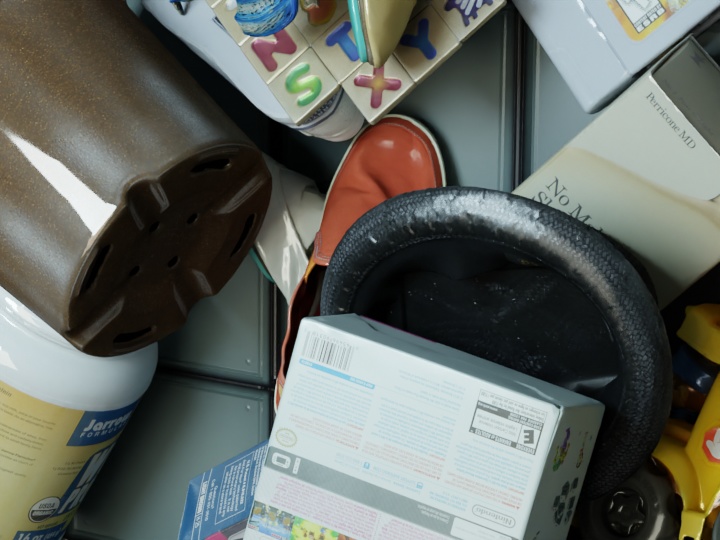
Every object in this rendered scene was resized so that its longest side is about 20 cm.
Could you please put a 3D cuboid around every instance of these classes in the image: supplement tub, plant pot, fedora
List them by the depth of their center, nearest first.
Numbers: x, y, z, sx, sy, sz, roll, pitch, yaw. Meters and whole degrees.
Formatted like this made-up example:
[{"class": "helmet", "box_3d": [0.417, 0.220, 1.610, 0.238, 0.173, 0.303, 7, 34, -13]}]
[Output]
[{"class": "fedora", "box_3d": [0.082, 0.029, 1.457, 0.200, 0.092, 0.201, 13, 118, 27]}, {"class": "plant pot", "box_3d": [-0.167, -0.068, 1.581, 0.198, 0.200, 0.200, 42, 119, 25]}, {"class": "supplement tub", "box_3d": [-0.213, 0.070, 1.722, 0.145, 0.145, 0.200, 42, 120, 19]}]

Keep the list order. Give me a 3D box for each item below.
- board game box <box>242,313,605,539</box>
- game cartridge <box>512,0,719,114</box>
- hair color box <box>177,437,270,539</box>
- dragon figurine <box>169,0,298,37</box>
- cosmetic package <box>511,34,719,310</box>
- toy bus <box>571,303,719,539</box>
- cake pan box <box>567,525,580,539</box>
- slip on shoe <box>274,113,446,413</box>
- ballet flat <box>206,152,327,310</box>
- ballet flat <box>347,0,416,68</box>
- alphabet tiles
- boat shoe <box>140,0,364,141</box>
[{"class": "board game box", "box_3d": [0.021, 0.139, 1.406, 0.147, 0.064, 0.200, 20, 99, 24]}, {"class": "game cartridge", "box_3d": [0.158, -0.192, 1.493, 0.200, 0.042, 0.133, -39, 82, 33]}, {"class": "hair color box", "box_3d": [-0.002, 0.133, 1.621, 0.200, 0.061, 0.100, -30, 125, 34]}, {"class": "dragon figurine", "box_3d": [-0.064, -0.164, 1.502, 0.200, 0.059, 0.100, -32, 47, 44]}, {"class": "cosmetic package", "box_3d": [0.133, -0.021, 1.509, 0.104, 0.073, 0.200, 48, 124, 2]}, {"class": "toy bus", "box_3d": [0.214, 0.075, 1.463, 0.200, 0.136, 0.192, 9, 92, 34]}, {"class": "cake pan box", "box_3d": [0.149, 0.185, 1.482, 0.200, 0.184, 0.052, 26, 96, 25]}, {"class": "slip on shoe", "box_3d": [0.000, 0.000, 1.573, 0.074, 0.061, 0.200, 16, 70, 11]}, {"class": "ballet flat", "box_3d": [-0.023, 0.001, 1.641, 0.069, 0.069, 0.200, -25, 90, 34]}, {"class": "ballet flat", "box_3d": [0.013, -0.205, 1.517, 0.063, 0.069, 0.200, -10, 66, -1]}, {"class": "alphabet tiles", "box_3d": [-0.007, -0.180, 1.558, 0.166, 0.006, 0.200, -42, 57, 10]}, {"class": "boat shoe", "box_3d": [-0.063, -0.144, 1.623, 0.071, 0.070, 0.200, -48, 56, 5]}]
